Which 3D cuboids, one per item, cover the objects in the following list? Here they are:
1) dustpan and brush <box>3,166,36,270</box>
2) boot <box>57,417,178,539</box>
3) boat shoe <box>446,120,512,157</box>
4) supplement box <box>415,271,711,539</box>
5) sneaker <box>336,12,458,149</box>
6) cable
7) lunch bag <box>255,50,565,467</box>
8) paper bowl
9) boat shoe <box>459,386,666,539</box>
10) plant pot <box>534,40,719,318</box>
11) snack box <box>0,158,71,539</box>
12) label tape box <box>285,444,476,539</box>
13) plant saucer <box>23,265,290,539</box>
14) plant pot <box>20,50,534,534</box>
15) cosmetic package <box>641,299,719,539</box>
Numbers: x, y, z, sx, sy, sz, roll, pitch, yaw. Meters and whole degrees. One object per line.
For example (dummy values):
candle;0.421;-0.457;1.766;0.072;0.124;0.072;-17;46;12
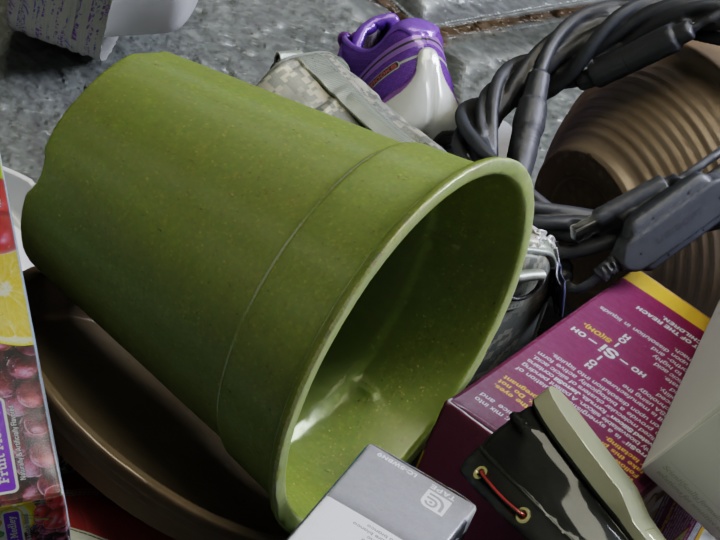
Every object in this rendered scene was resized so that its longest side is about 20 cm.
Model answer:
dustpan and brush;-0.158;0.014;1.552;0.200;0.057;0.140;40;36;4
boot;-0.150;0.111;1.418;0.200;0.072;0.144;9;34;-33
boat shoe;0.049;-0.028;1.734;0.066;0.070;0.200;17;41;-10
supplement box;0.111;0.105;1.520;0.103;0.131;0.200;35;34;18
sneaker;0.008;-0.102;1.721;0.081;0.200;0.084;1;84;-24
cable;0.148;-0.078;1.607;0.200;0.051;0.163;-37;51;-12
lunch bag;0.000;0.000;1.568;0.139;0.168;0.200;-16;50;-43
paper bowl;-0.130;-0.221;1.771;0.104;0.201;0.201;20;33;-2
boat shoe;0.123;0.148;1.353;0.201;0.063;0.074;52;8;18
plant pot;0.162;-0.029;1.683;0.093;0.201;0.201;-16;49;-31
snack box;-0.214;0.043;1.331;0.142;0.053;0.200;-11;53;-7
label tape box;-0.036;0.186;1.309;0.063;0.144;0.200;31;35;9
plant saucer;-0.092;0.071;1.438;0.200;0.029;0.200;33;19;-13
plant pot;-0.052;-0.008;1.411;0.190;0.200;0.200;31;34;22
cosmetic package;0.225;0.057;1.477;0.108;0.085;0.200;44;38;-6
